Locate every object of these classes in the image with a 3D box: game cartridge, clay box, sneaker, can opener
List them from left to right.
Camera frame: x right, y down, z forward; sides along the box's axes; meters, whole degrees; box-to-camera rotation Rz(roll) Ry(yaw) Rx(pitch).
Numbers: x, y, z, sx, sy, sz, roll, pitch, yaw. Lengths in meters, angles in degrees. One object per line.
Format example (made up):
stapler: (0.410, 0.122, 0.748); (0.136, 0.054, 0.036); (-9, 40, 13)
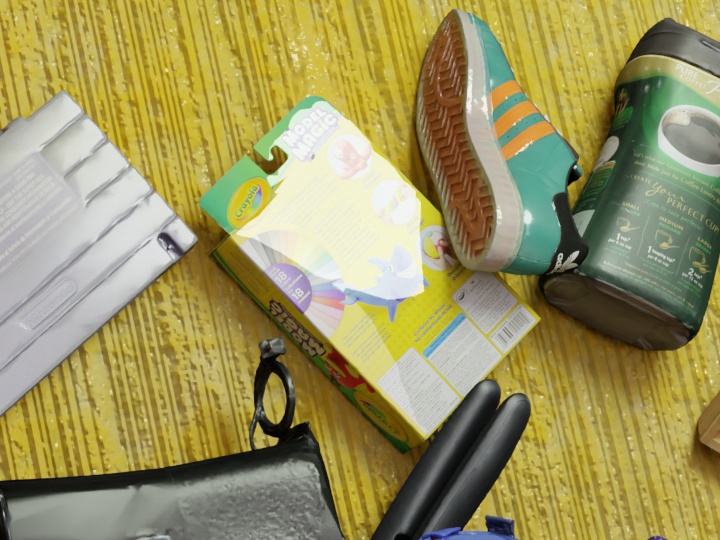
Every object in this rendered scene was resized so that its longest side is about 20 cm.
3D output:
game cartridge: (-0.209, -0.001, 1.645); (0.130, 0.038, 0.200); (47, 66, 3)
clay box: (0.000, 0.000, 1.707); (0.200, 0.048, 0.115); (46, 67, -2)
can opener: (0.038, 0.154, 1.663); (0.079, 0.063, 0.200); (38, 74, -52)
sneaker: (0.090, -0.075, 1.732); (0.080, 0.071, 0.200); (11, 49, -26)

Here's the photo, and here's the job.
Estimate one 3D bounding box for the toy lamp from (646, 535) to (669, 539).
toy lamp: (0.243, 0.242, 1.719); (0.200, 0.058, 0.058); (43, 66, -6)

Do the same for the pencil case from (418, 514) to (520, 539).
pencil case: (0.047, 0.241, 1.597); (0.078, 0.087, 0.200); (-2, 111, -47)

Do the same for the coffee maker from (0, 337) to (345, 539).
coffee maker: (-0.124, 0.155, 1.592); (0.200, 0.135, 0.192); (-5, 53, -21)

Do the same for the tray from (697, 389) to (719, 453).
tray: (0.307, 0.049, 1.735); (0.099, 0.200, 0.037); (30, 24, -9)

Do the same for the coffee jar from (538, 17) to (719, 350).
coffee jar: (0.193, -0.056, 1.769); (0.104, 0.085, 0.200); (26, 69, -8)
